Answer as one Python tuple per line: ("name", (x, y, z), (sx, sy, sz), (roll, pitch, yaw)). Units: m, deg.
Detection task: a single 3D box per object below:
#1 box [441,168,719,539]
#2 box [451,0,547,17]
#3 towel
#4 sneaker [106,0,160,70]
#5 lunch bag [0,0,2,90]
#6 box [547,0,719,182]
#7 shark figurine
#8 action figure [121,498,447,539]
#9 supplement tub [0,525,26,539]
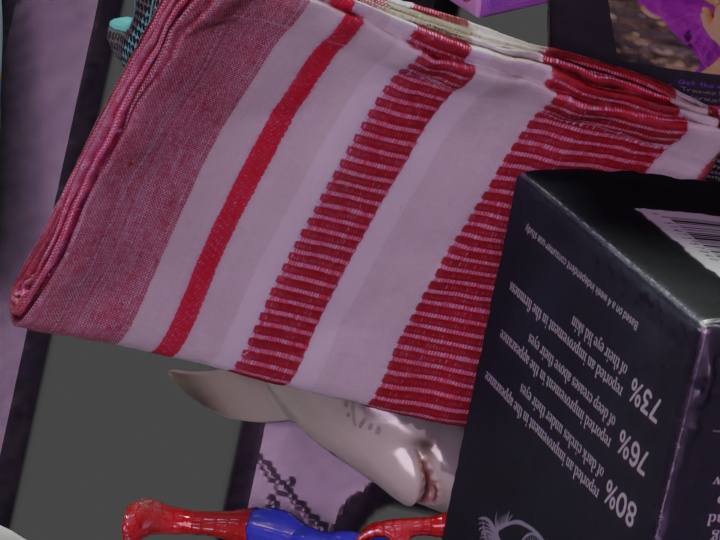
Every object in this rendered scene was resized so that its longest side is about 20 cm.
("box", (0.099, 0.087, 0.903), (0.104, 0.148, 0.200), (5, 108, -20))
("box", (0.023, -0.203, 0.986), (0.137, 0.039, 0.200), (37, 132, 44))
("towel", (0.006, -0.017, 0.934), (0.200, 0.023, 0.144), (14, 121, -27))
("sneaker", (-0.043, -0.110, 1.014), (0.078, 0.200, 0.091), (-21, 64, -36))
("lunch bag", (-0.234, -0.064, 1.079), (0.200, 0.082, 0.161), (1, 83, 8))
("box", (0.122, -0.121, 0.954), (0.106, 0.200, 0.122), (12, 64, 9))
("shark figurine", (-0.015, -0.016, 1.033), (0.128, 0.215, 0.090), (12, 46, 37))
("action figure", (0.015, 0.114, 1.031), (0.200, 0.052, 0.066), (2, 101, 13))
("supplement tub", (-0.163, 0.199, 1.015), (0.200, 0.145, 0.145), (-41, 81, 3))
